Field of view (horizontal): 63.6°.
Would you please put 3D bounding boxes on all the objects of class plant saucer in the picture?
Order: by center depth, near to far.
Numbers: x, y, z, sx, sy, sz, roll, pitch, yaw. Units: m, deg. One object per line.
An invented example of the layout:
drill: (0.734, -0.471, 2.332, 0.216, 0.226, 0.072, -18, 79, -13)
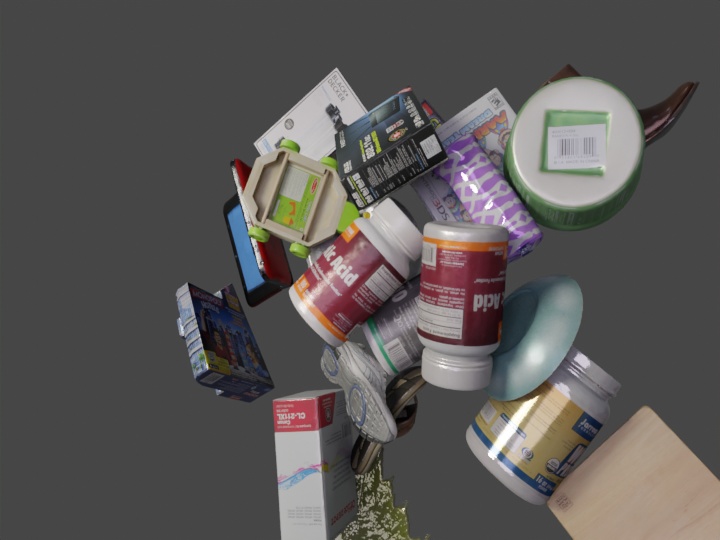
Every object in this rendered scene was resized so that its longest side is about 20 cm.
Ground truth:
plant saucer: (0.225, 0.083, 0.821, 0.038, 0.201, 0.204, 32, 96, -15)

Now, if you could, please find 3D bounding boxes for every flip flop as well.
flip flop: (0.053, 0.242, 0.927, 0.057, 0.081, 0.204, 30, 93, -12)

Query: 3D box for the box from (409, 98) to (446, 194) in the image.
box: (0.129, -0.170, 0.958, 0.109, 0.035, 0.202, -40, 75, 10)

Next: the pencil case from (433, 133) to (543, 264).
pencil case: (0.182, -0.098, 0.843, 0.084, 0.084, 0.204, -33, 74, 11)

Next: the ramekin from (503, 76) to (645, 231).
ramekin: (0.297, -0.165, 0.812, 0.193, 0.097, 0.208, -2, 84, 17)

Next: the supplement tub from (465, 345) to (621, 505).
supplement tub: (0.258, 0.204, 0.823, 0.143, 0.144, 0.203, 37, 96, 17)

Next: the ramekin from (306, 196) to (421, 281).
ramekin: (-0.001, -0.037, 0.955, 0.195, 0.094, 0.211, -2, 84, 17)

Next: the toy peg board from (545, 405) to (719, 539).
toy peg board: (0.399, 0.338, 0.806, 0.200, 0.097, 0.200, -44, 58, 8)

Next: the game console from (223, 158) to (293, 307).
game console: (-0.197, -0.055, 0.981, 0.115, 0.172, 0.207, -20, 79, 10)

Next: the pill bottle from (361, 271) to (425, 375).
pill bottle: (0.103, 0.064, 0.898, 0.196, 0.113, 0.115, -31, 77, 4)

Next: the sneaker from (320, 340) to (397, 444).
sneaker: (0.011, 0.176, 0.903, 0.202, 0.085, 0.076, 57, 135, 40)

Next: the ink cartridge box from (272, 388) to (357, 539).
ink cartridge box: (-0.068, 0.299, 0.915, 0.080, 0.145, 0.208, -6, 82, 17)

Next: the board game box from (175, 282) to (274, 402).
board game box: (-0.244, 0.106, 0.988, 0.060, 0.200, 0.204, -28, 63, 11)

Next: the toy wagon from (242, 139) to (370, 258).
toy wagon: (-0.080, -0.100, 0.892, 0.194, 0.040, 0.160, 21, 77, -7)

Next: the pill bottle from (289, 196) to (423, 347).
pill bottle: (0.000, 0.000, 0.839, 0.200, 0.114, 0.114, -45, 74, 4)

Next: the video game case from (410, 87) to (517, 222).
video game case: (0.182, -0.157, 0.907, 0.197, 0.024, 0.185, -33, 75, 1)

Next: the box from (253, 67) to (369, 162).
box: (-0.077, -0.236, 1.016, 0.198, 0.060, 0.118, -37, 75, 11)

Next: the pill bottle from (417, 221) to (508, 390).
pill bottle: (0.134, 0.044, 0.771, 0.110, 0.114, 0.208, 5, 100, 17)

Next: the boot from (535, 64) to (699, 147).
boot: (0.374, -0.262, 0.881, 0.187, 0.064, 0.200, -46, 69, 6)

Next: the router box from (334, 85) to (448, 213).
router box: (0.038, -0.188, 0.873, 0.147, 0.202, 0.063, -30, 119, 12)
